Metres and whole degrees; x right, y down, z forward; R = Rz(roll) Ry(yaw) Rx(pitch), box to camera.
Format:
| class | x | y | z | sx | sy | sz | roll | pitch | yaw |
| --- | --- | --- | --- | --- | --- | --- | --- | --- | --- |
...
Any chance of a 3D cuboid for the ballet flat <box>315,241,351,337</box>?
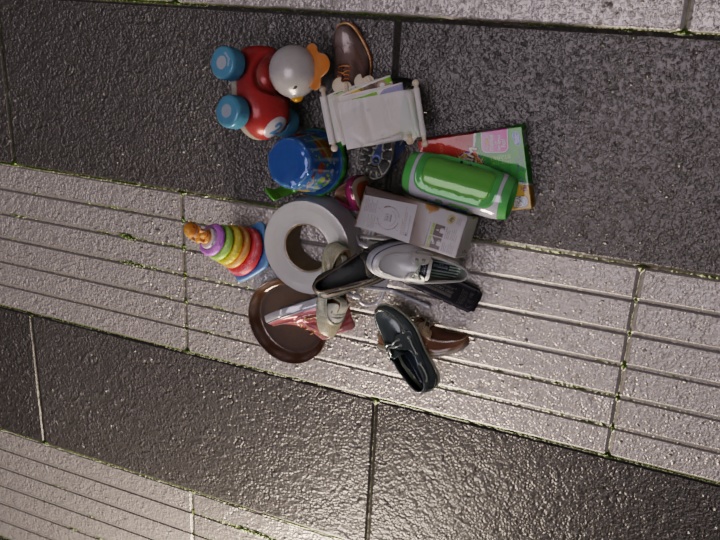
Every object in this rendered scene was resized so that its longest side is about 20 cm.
| class | x | y | z | sx | sy | sz | roll | pitch | yaw |
| --- | --- | --- | --- | --- | --- | --- | --- | --- | --- |
| ballet flat | -0.050 | 0.044 | 1.505 | 0.062 | 0.067 | 0.201 | 15 | 109 | 47 |

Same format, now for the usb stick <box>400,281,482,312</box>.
| class | x | y | z | sx | sy | sz | roll | pitch | yaw |
| --- | --- | --- | --- | --- | --- | --- | --- | --- | --- |
| usb stick | 0.144 | 0.023 | 1.489 | 0.199 | 0.033 | 0.056 | 25 | 100 | -9 |

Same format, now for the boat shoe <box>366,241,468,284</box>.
| class | x | y | z | sx | sy | sz | roll | pitch | yaw |
| --- | --- | --- | --- | --- | --- | --- | --- | --- | --- |
| boat shoe | 0.112 | -0.012 | 1.408 | 0.067 | 0.199 | 0.074 | -140 | 54 | -59 |

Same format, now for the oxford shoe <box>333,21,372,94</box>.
| class | x | y | z | sx | sy | sz | roll | pitch | yaw |
| --- | --- | --- | --- | --- | --- | --- | --- | --- | --- |
| oxford shoe | -0.018 | -0.370 | 1.443 | 0.071 | 0.073 | 0.201 | -5 | 104 | 25 |

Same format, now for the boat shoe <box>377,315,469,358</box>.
| class | x | y | z | sx | sy | sz | roll | pitch | yaw |
| --- | --- | --- | --- | --- | --- | --- | --- | --- | --- |
| boat shoe | 0.123 | 0.133 | 1.550 | 0.199 | 0.076 | 0.072 | -2 | 104 | 22 |

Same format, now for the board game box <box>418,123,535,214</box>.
| class | x | y | z | sx | sy | sz | roll | pitch | yaw |
| --- | --- | --- | --- | --- | --- | --- | --- | --- | --- |
| board game box | 0.217 | -0.184 | 1.420 | 0.199 | 0.040 | 0.154 | -4 | 105 | 25 |

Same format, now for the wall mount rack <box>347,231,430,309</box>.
| class | x | y | z | sx | sy | sz | roll | pitch | yaw |
| --- | --- | --- | --- | --- | --- | --- | --- | --- | --- |
| wall mount rack | 0.066 | 0.000 | 1.535 | 0.173 | 0.075 | 0.201 | 6 | 114 | -13 |

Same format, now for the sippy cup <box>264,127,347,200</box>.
| class | x | y | z | sx | sy | sz | roll | pitch | yaw |
| --- | --- | --- | --- | --- | --- | --- | --- | --- | --- |
| sippy cup | -0.113 | -0.213 | 1.494 | 0.139 | 0.130 | 0.179 | 18 | 105 | 21 |

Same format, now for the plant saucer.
| class | x | y | z | sx | sy | sz | roll | pitch | yaw |
| --- | --- | --- | --- | --- | --- | --- | --- | --- | --- |
| plant saucer | -0.158 | 0.110 | 1.688 | 0.199 | 0.032 | 0.202 | 7 | 110 | 21 |

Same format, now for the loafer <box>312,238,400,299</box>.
| class | x | y | z | sx | sy | sz | roll | pitch | yaw |
| --- | --- | --- | --- | --- | --- | --- | --- | --- | --- |
| loafer | 0.000 | 0.000 | 1.434 | 0.199 | 0.063 | 0.072 | -27 | 84 | 6 |

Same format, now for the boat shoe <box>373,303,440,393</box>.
| class | x | y | z | sx | sy | sz | roll | pitch | yaw |
| --- | --- | --- | --- | --- | --- | --- | --- | --- | --- |
| boat shoe | 0.085 | 0.155 | 1.503 | 0.073 | 0.062 | 0.201 | -37 | 82 | 33 |

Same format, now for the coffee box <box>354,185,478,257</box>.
| class | x | y | z | sx | sy | sz | roll | pitch | yaw |
| --- | --- | --- | --- | --- | --- | --- | --- | --- | --- |
| coffee box | 0.105 | -0.091 | 1.404 | 0.199 | 0.114 | 0.080 | 18 | 98 | 17 |

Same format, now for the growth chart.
| class | x | y | z | sx | sy | sz | roll | pitch | yaw |
| --- | --- | --- | --- | --- | --- | --- | --- | --- | --- |
| growth chart | 0.023 | -0.292 | 1.396 | 0.199 | 0.018 | 0.146 | -3 | 87 | 10 |

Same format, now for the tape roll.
| class | x | y | z | sx | sy | sz | roll | pitch | yaw |
| --- | --- | --- | --- | --- | --- | --- | --- | --- | --- |
| tape roll | -0.098 | -0.055 | 1.585 | 0.201 | 0.071 | 0.204 | 7 | 109 | 21 |

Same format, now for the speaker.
| class | x | y | z | sx | sy | sz | roll | pitch | yaw |
| --- | --- | --- | --- | --- | --- | --- | --- | --- | --- |
| speaker | 0.180 | -0.155 | 1.375 | 0.199 | 0.088 | 0.089 | 18 | 114 | 18 |

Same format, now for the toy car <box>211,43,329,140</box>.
| class | x | y | z | sx | sy | sz | roll | pitch | yaw |
| --- | --- | --- | --- | --- | --- | --- | --- | --- | --- |
| toy car | -0.141 | -0.346 | 1.413 | 0.199 | 0.184 | 0.178 | -6 | 89 | 34 |

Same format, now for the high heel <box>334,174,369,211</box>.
| class | x | y | z | sx | sy | sz | roll | pitch | yaw |
| --- | --- | --- | --- | --- | --- | --- | --- | --- | --- |
| high heel | -0.028 | -0.148 | 1.455 | 0.096 | 0.200 | 0.068 | 13 | 84 | 13 |

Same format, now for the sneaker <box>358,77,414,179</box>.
| class | x | y | z | sx | sy | sz | roll | pitch | yaw |
| --- | --- | --- | --- | --- | --- | --- | --- | --- | --- |
| sneaker | 0.054 | -0.270 | 1.444 | 0.078 | 0.089 | 0.201 | 22 | 95 | 10 |

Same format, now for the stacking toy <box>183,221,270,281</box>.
| class | x | y | z | sx | sy | sz | roll | pitch | yaw |
| --- | --- | --- | --- | --- | --- | --- | --- | --- | --- |
| stacking toy | -0.294 | -0.058 | 1.589 | 0.109 | 0.200 | 0.117 | -26 | 62 | 30 |

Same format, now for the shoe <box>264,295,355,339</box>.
| class | x | y | z | sx | sy | sz | roll | pitch | yaw |
| --- | --- | --- | --- | --- | --- | --- | --- | --- | --- |
| shoe | -0.108 | 0.107 | 1.607 | 0.199 | 0.071 | 0.092 | -18 | 94 | 23 |
